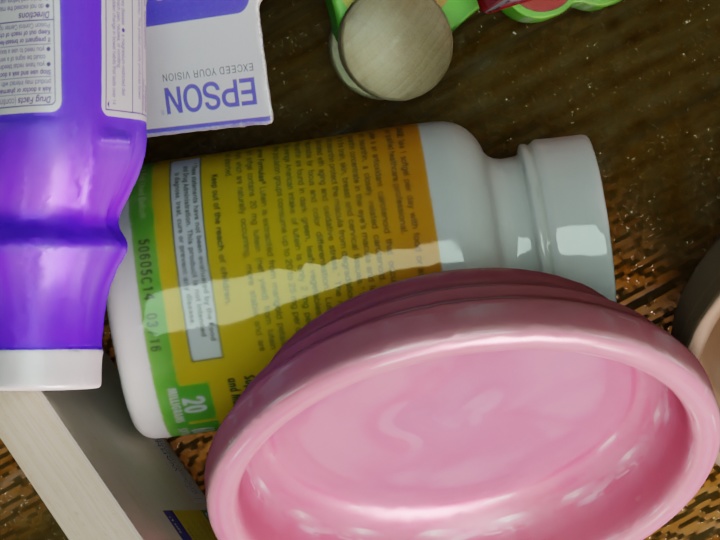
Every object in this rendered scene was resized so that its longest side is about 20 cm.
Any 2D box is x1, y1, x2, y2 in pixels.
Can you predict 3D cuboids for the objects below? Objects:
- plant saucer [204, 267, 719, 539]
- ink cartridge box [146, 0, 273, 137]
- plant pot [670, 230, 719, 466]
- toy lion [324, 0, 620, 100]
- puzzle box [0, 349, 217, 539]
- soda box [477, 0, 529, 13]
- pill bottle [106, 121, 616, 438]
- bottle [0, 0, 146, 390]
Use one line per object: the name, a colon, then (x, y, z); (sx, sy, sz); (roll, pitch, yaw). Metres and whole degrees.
plant saucer: (0.037, 0.062, 0.843); (0.198, 0.201, 0.051); (-11, 55, 1)
ink cartridge box: (-0.114, -0.150, 0.851); (0.197, 0.043, 0.202); (-2, 100, 36)
plant pot: (0.218, 0.000, 0.880); (0.199, 0.093, 0.202); (-4, 137, -4)
toy lion: (0.033, -0.178, 0.894); (0.192, 0.069, 0.200); (-43, 96, -2)
puzzle box: (-0.094, 0.087, 0.863); (0.025, 0.133, 0.201); (-37, 79, 5)
soda box: (0.053, -0.207, 0.840); (0.069, 0.063, 0.202); (-18, 91, -12)
pill bottle: (0.000, 0.000, 0.888); (0.198, 0.111, 0.112); (-8, 98, 1)
bottle: (-0.117, -0.058, 0.786); (0.083, 0.065, 0.202); (-3, 87, 38)
